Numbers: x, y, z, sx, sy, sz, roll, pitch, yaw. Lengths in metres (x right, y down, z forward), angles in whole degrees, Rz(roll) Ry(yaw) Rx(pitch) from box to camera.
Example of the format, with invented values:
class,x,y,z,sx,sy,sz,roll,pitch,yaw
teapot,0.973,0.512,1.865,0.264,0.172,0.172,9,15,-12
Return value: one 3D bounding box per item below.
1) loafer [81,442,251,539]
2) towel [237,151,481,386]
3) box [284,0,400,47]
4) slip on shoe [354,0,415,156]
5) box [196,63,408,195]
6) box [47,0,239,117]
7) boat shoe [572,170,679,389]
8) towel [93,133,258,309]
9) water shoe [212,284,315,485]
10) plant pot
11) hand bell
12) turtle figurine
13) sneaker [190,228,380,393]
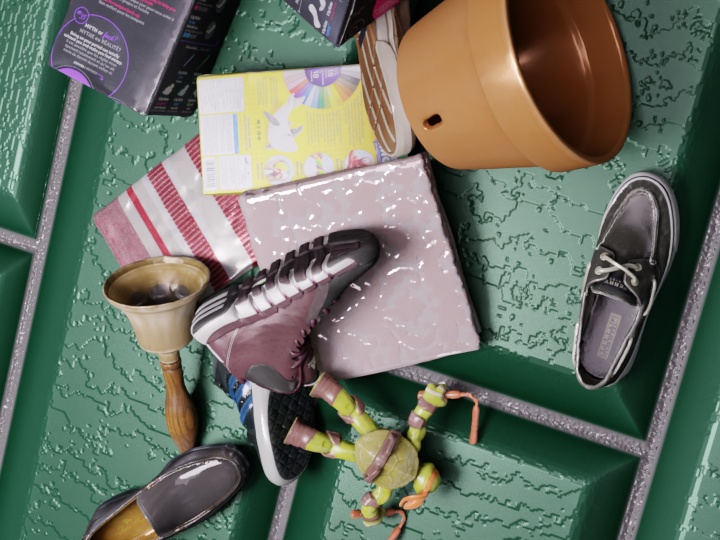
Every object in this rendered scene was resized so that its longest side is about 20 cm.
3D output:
class,x,y,z,sx,sy,sz,roll,pitch,yaw
loafer,-0.196,0.240,1.464,0.200,0.072,0.073,-34,97,21
towel,0.000,0.000,1.371,0.191,0.032,0.200,-13,105,16
box,0.016,-0.316,1.262,0.115,0.200,0.132,42,151,12
slip on shoe,0.031,-0.200,1.322,0.060,0.076,0.200,-7,67,-17
box,-0.052,-0.134,1.389,0.200,0.048,0.118,-2,92,13
box,-0.196,-0.263,1.410,0.122,0.106,0.200,28,103,14
boat shoe,0.235,0.011,1.297,0.071,0.064,0.200,14,99,18
towel,-0.161,-0.051,1.461,0.200,0.023,0.144,-35,80,18
water shoe,-0.101,0.113,1.438,0.079,0.071,0.200,-14,85,42
plant pot,0.125,-0.172,1.265,0.140,0.200,0.201,-15,89,37
hand bell,-0.187,0.097,1.444,0.104,0.104,0.200,5,120,20
turtle figurine,0.010,0.178,1.376,0.161,0.064,0.200,29,107,1
sneaker,-0.049,0.046,1.349,0.200,0.076,0.116,-25,112,21
